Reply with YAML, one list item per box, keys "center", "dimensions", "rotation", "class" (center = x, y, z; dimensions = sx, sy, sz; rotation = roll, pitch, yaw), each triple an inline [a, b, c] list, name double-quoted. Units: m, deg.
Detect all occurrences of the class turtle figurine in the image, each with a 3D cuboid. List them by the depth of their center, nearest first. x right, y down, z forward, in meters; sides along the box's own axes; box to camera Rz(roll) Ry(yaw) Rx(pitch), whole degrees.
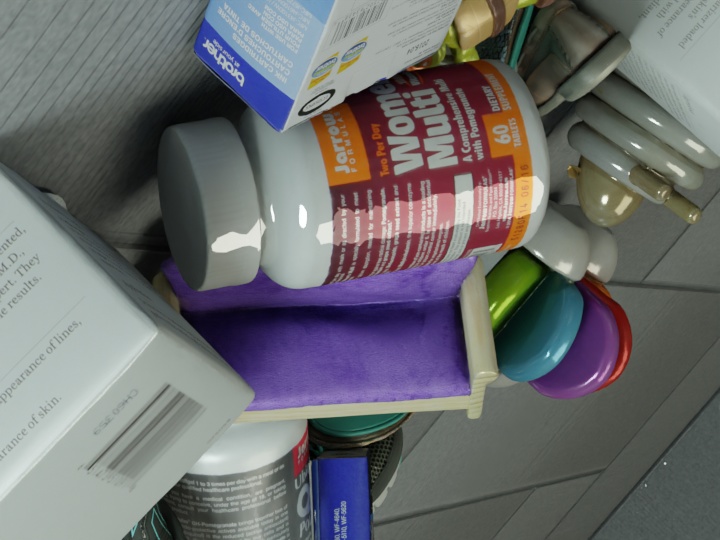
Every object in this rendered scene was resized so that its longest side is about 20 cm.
- center: [0.079, -0.158, 1.273]
  dimensions: [0.161, 0.064, 0.201]
  rotation: [-36, 129, -20]
  class: "turtle figurine"

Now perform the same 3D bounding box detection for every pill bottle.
- center: [-0.005, -0.050, 1.172]
  dimensions: [0.199, 0.110, 0.110]
  rotation: [-11, 149, -20]
  class: "pill bottle"
- center: [-0.087, 0.130, 1.382]
  dimensions: [0.110, 0.110, 0.201]
  rotation: [-31, 129, -40]
  class: "pill bottle"

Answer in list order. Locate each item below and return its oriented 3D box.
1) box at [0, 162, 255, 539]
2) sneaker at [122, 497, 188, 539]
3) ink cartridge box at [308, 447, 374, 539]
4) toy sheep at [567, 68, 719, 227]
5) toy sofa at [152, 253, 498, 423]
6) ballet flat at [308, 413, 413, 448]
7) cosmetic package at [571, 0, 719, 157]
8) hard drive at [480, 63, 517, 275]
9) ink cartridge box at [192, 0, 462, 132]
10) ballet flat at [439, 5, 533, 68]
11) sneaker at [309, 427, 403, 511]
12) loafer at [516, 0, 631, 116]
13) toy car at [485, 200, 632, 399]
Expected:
- center: [-0.184, 0.075, 1.084]
  dimensions: [0.200, 0.131, 0.199]
  rotation: [-46, 163, -1]
  class: "box"
- center: [-0.152, 0.142, 1.283]
  dimensions: [0.075, 0.202, 0.079]
  rotation: [-10, 172, 34]
  class: "sneaker"
- center: [-0.010, 0.171, 1.423]
  dimensions: [0.200, 0.039, 0.100]
  rotation: [38, 50, -87]
  class: "ink cartridge box"
- center: [0.235, -0.122, 1.647]
  dimensions: [0.201, 0.138, 0.138]
  rotation: [-55, 162, 5]
  class: "toy sheep"
- center: [-0.022, 0.038, 1.252]
  dimensions: [0.198, 0.083, 0.098]
  rotation: [-3, 150, -5]
  class: "toy sofa"
- center: [0.015, 0.088, 1.541]
  dimensions: [0.200, 0.068, 0.067]
  rotation: [-30, 164, -43]
  class: "ballet flat"
- center: [0.268, -0.182, 1.475]
  dimensions: [0.165, 0.200, 0.165]
  rotation: [-47, 163, 2]
  class: "cosmetic package"
- center: [0.060, -0.051, 1.468]
  dimensions: [0.140, 0.033, 0.201]
  rotation: [-46, 151, -23]
  class: "hard drive"
- center: [-0.002, -0.160, 1.090]
  dimensions: [0.136, 0.076, 0.201]
  rotation: [-31, 155, -40]
  class: "ink cartridge box"
- center: [0.066, -0.113, 1.347]
  dimensions: [0.074, 0.074, 0.201]
  rotation: [39, 62, -73]
  class: "ballet flat"
- center: [-0.038, 0.157, 1.554]
  dimensions: [0.200, 0.077, 0.091]
  rotation: [-39, 159, -31]
  class: "sneaker"
- center: [0.133, -0.151, 1.443]
  dimensions: [0.072, 0.063, 0.200]
  rotation: [-43, -176, -6]
  class: "loafer"
- center: [0.157, 0.044, 1.790]
  dimensions: [0.175, 0.150, 0.200]
  rotation: [-50, 162, 13]
  class: "toy car"
